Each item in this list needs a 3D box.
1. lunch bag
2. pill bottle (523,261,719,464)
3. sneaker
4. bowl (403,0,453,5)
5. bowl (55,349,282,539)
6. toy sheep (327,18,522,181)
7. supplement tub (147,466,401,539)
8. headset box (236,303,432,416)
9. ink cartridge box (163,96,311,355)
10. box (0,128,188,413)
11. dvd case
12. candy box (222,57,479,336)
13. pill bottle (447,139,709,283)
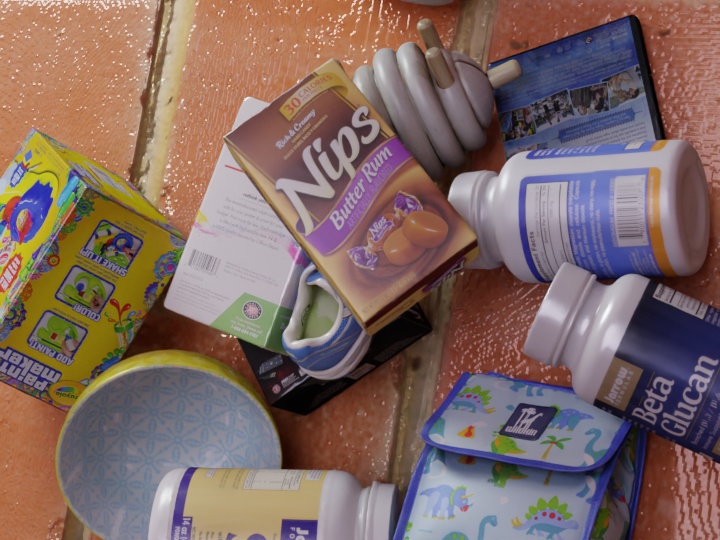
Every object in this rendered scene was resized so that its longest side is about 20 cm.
[{"bbox_3d":[0.134,0.184,1.478,0.170,0.127,0.200,8,65,27],"label":"lunch bag"},{"bbox_3d":[0.235,0.070,1.423,0.200,0.111,0.111,24,89,10],"label":"pill bottle"},{"bbox_3d":[0.000,0.000,1.525,0.076,0.077,0.200,25,89,28],"label":"sneaker"},{"bbox_3d":[0.048,-0.344,1.669,0.200,0.075,0.200,23,89,28],"label":"bowl"},{"bbox_3d":[-0.171,0.147,1.631,0.200,0.200,0.108,-39,22,14],"label":"bowl"},{"bbox_3d":[0.048,-0.141,1.588,0.200,0.138,0.138,-20,69,12],"label":"toy sheep"},{"bbox_3d":[-0.069,0.240,1.528,0.200,0.145,0.146,0,77,7],"label":"supplement tub"},{"bbox_3d":[-0.049,0.006,1.634,0.149,0.077,0.200,-34,67,16],"label":"headset box"},{"bbox_3d":[-0.078,-0.039,1.576,0.117,0.067,0.200,21,89,29],"label":"ink cartridge box"},{"bbox_3d":[-0.282,0.000,1.682,0.193,0.122,0.200,-58,31,4],"label":"box"},{"bbox_3d":[0.194,-0.110,1.571,0.143,0.018,0.200,-17,70,22],"label":"dvd case"},{"bbox_3d":[-0.008,-0.061,1.478,0.117,0.056,0.200,-37,73,-5],"label":"candy box"},{"bbox_3d":[0.178,-0.046,1.490,0.200,0.112,0.112,-3,77,27],"label":"pill bottle"}]
